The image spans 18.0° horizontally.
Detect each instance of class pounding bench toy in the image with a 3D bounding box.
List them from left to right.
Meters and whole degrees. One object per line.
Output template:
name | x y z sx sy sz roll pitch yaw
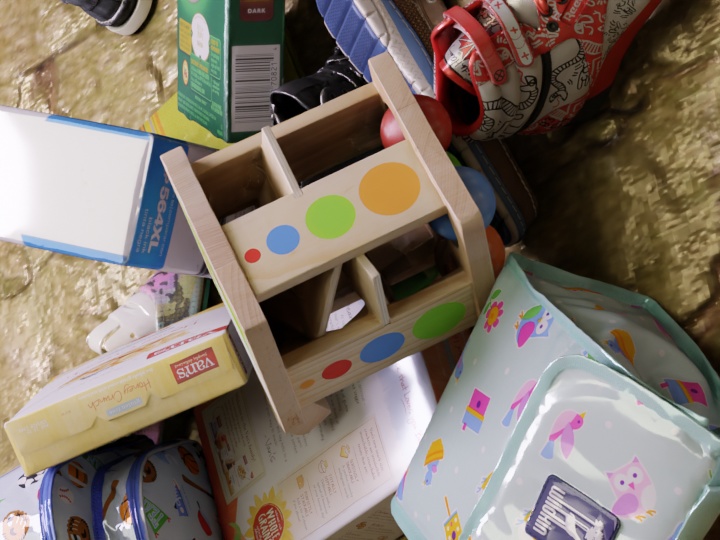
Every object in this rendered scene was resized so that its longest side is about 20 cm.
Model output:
pounding bench toy | 0.000 0.000 1.285 0.155 0.200 0.125 -25 59 -5

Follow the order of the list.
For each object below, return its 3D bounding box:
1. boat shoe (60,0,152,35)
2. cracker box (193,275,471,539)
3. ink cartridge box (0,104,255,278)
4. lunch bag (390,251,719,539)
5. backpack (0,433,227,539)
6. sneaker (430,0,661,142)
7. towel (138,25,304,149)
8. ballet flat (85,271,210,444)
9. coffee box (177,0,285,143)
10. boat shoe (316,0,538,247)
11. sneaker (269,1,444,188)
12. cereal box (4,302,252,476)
boat shoe | -0.221 -0.251 1.686 0.075 0.066 0.200 -50 50 28
cracker box | -0.009 0.100 1.388 0.200 0.058 0.134 -37 55 36
ink cartridge box | -0.152 -0.047 1.445 0.145 0.200 0.085 11 89 24
lunch bag | 0.115 0.110 1.182 0.171 0.121 0.200 -65 26 16
backpack | -0.161 0.194 1.410 0.154 0.190 0.201 -28 82 25
sneaker | 0.105 -0.151 1.240 0.067 0.108 0.202 52 140 31
towel | -0.107 -0.089 1.567 0.200 0.018 0.086 -40 60 33
ballet flat | -0.158 0.079 1.540 0.069 0.071 0.201 23 98 60
coffee box | -0.083 -0.190 1.454 0.123 0.044 0.201 -146 54 -67
boat shoe | 0.055 -0.110 1.344 0.201 0.072 0.072 58 159 8
sneaker | -0.008 -0.106 1.397 0.060 0.104 0.201 -2 80 49
cereal box | -0.136 0.068 1.408 0.143 0.200 0.040 -23 94 1
